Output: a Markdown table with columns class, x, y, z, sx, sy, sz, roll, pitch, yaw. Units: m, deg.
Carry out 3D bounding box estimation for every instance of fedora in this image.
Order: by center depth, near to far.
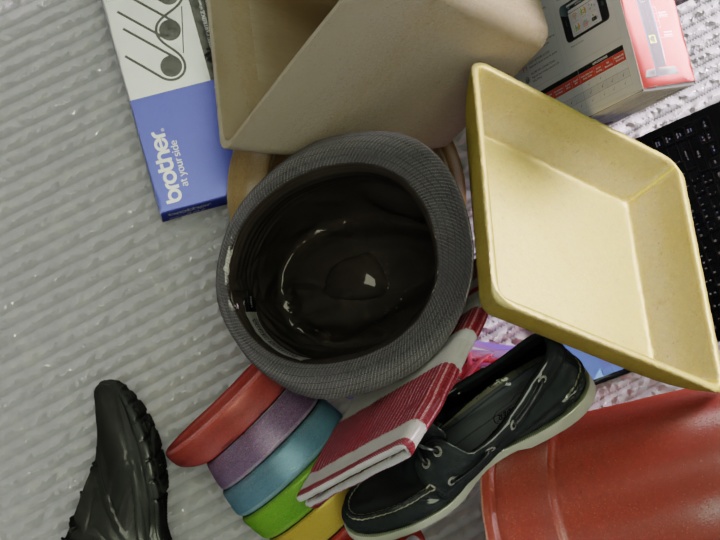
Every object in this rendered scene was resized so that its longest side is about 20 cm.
| class | x | y | z | sx | sy | sz | roll | pitch | yaw |
| --- | --- | --- | --- | --- | --- | --- | --- | --- | --- |
| fedora | 0.000 | 0.000 | 0.979 | 0.199 | 0.090 | 0.178 | -25 | 74 | 20 |

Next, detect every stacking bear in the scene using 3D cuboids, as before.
| class | x | y | z | sx | sy | sz | roll | pitch | yaw |
| --- | --- | --- | --- | --- | --- | --- | --- | --- | --- |
| stacking bear | -0.031 | 0.165 | 1.033 | 0.121 | 0.114 | 0.200 | -44 | 94 | -10 |

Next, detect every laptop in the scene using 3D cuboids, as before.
| class | x | y | z | sx | sy | sz | roll | pitch | yaw |
| --- | --- | --- | --- | --- | --- | --- | --- | --- | --- |
| laptop | 0.233 | -0.021 | 1.085 | 0.103 | 0.200 | 0.178 | -16 | 85 | -47 |

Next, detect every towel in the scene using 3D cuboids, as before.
| class | x | y | z | sx | sy | sz | roll | pitch | yaw |
| --- | --- | --- | --- | --- | --- | --- | --- | --- | --- |
| towel | 0.039 | 0.069 | 0.959 | 0.023 | 0.144 | 0.200 | 40 | 52 | -10 |

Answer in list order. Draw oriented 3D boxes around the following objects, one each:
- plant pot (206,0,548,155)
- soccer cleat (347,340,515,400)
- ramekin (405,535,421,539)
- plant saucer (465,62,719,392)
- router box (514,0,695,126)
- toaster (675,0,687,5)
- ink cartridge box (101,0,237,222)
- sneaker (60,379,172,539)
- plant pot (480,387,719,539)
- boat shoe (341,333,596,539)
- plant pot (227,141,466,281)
| class | x | y | z | sx | sy | sz | roll | pitch | yaw |
| --- | --- | --- | --- | --- | --- | --- | --- | --- | --- |
| plant pot | 0.016 | -0.196 | 0.999 | 0.176 | 0.200 | 0.201 | 15 | 49 | -30 |
| soccer cleat | 0.069 | 0.077 | 1.067 | 0.199 | 0.076 | 0.067 | 9 | 82 | -6 |
| ramekin | 0.070 | 0.278 | 0.923 | 0.094 | 0.202 | 0.202 | -43 | 90 | -5 |
| plant saucer | 0.145 | -0.020 | 0.946 | 0.199 | 0.048 | 0.201 | 22 | 48 | -28 |
| router box | 0.149 | -0.192 | 1.046 | 0.049 | 0.200 | 0.180 | -11 | 85 | -26 |
| toaster | 0.215 | -0.290 | 1.085 | 0.113 | 0.129 | 0.201 | -2 | 98 | -9 |
| ink cartridge box | -0.135 | -0.147 | 1.085 | 0.094 | 0.044 | 0.201 | -16 | 86 | -8 |
| sneaker | -0.181 | 0.181 | 1.029 | 0.090 | 0.076 | 0.201 | -10 | 81 | 0 |
| plant pot | 0.217 | 0.168 | 0.974 | 0.195 | 0.201 | 0.202 | -23 | 86 | 27 |
| boat shoe | 0.064 | 0.109 | 0.954 | 0.199 | 0.075 | 0.066 | -30 | 128 | 4 |
| plant pot | -0.003 | -0.058 | 1.074 | 0.199 | 0.027 | 0.201 | 1 | 88 | -22 |
